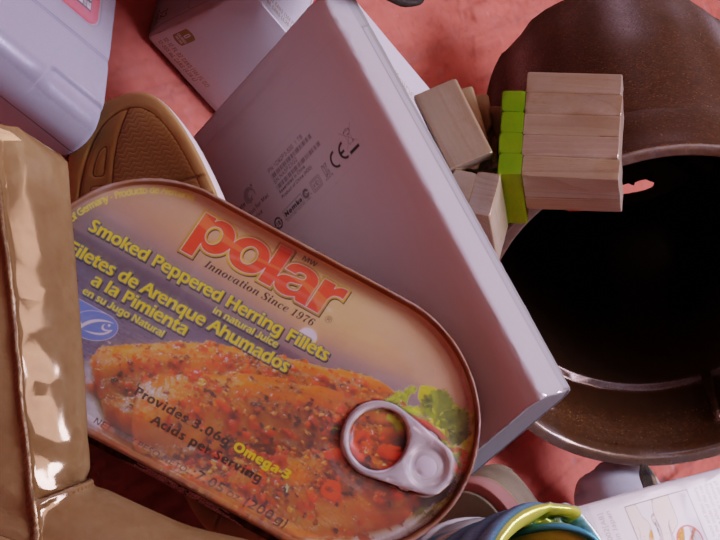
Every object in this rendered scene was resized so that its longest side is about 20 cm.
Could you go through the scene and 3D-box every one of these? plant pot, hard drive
[{"bbox_3d":[0.147,-0.036,1.430,0.200,0.200,0.199,49,19,-31],"label":"plant pot"},{"bbox_3d":[0.000,0.000,1.179,0.026,0.132,0.201,-12,67,-44],"label":"hard drive"}]

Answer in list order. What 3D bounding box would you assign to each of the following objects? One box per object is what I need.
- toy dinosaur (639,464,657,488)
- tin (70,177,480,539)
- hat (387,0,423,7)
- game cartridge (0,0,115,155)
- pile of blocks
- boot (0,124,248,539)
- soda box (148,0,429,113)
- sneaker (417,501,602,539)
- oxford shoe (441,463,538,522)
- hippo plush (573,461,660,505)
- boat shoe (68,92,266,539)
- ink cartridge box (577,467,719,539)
[{"bbox_3d":[0.127,0.177,1.253,0.088,0.047,0.200,44,46,-5],"label":"toy dinosaur"},{"bbox_3d":[-0.046,0.041,1.103,0.199,0.042,0.112,29,79,-2],"label":"tin"},{"bbox_3d":[-0.047,-0.193,1.206,0.201,0.080,0.201,58,16,-27],"label":"hat"},{"bbox_3d":[-0.156,-0.163,1.165,0.133,0.041,0.201,35,44,-39],"label":"game cartridge"},{"bbox_3d":[0.036,-0.033,1.281,0.062,0.199,0.082,76,-7,-60],"label":"pile of blocks"},{"bbox_3d":[-0.111,0.044,1.036,0.174,0.066,0.201,3,68,-33],"label":"boot"},{"bbox_3d":[-0.015,-0.081,1.318,0.200,0.063,0.068,47,36,-33],"label":"soda box"},{"bbox_3d":[0.070,0.137,1.149,0.200,0.130,0.080,-17,86,-61],"label":"sneaker"},{"bbox_3d":[0.100,0.186,1.338,0.074,0.070,0.201,-27,96,-63],"label":"oxford shoe"},{"bbox_3d":[0.207,0.149,1.403,0.200,0.160,0.160,55,14,-60],"label":"hippo plush"},{"bbox_3d":[-0.070,0.022,1.168,0.069,0.070,0.201,12,57,-73],"label":"boat shoe"},{"bbox_3d":[0.190,0.171,1.263,0.199,0.050,0.163,-12,71,-29],"label":"ink cartridge box"}]
